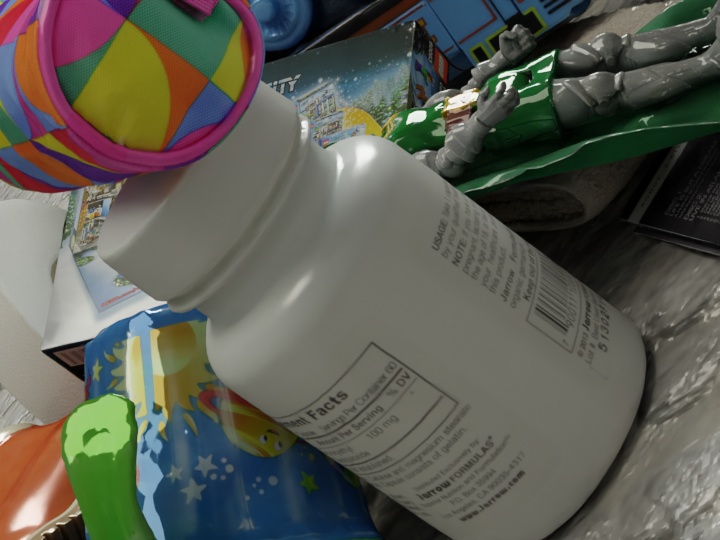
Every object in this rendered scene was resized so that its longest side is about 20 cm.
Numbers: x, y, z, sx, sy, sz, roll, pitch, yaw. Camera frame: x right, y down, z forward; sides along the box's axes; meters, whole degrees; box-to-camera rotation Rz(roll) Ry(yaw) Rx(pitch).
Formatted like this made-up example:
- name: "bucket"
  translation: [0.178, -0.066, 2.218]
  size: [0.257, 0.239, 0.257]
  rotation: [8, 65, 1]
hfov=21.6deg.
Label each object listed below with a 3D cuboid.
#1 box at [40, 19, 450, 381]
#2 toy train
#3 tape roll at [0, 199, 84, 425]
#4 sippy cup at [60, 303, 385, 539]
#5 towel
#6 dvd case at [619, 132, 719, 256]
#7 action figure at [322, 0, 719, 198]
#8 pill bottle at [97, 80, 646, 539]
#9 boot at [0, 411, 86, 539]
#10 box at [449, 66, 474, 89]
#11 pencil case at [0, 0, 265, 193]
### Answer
- name: "box"
  translation: [-0.055, -0.031, 0.904]
  size: [0.199, 0.038, 0.138]
  rotation: [-13, 55, 29]
- name: "toy train"
  translation: [0.022, -0.138, 0.944]
  size: [0.199, 0.115, 0.087]
  rotation: [-32, 7, 26]
- name: "tape roll"
  translation: [-0.134, 0.041, 1.032]
  size: [0.037, 0.202, 0.203]
  rotation: [-49, 19, 16]
- name: "sippy cup"
  translation: [-0.061, 0.083, 0.802]
  size: [0.178, 0.138, 0.131]
  rotation: [127, 133, -70]
- name: "towel"
  translation: [0.089, -0.072, 0.891]
  size: [0.133, 0.034, 0.200]
  rotation: [-50, 18, -18]
- name: "dvd case"
  translation: [0.183, -0.067, 0.715]
  size: [0.149, 0.016, 0.200]
  rotation: [-58, 19, -3]
- name: "action figure"
  translation: [0.068, -0.067, 0.785]
  size: [0.199, 0.055, 0.118]
  rotation: [-20, 25, 23]
- name: "pill bottle"
  translation: [0.003, 0.014, 0.733]
  size: [0.114, 0.199, 0.115]
  rotation: [-47, 20, 22]
- name: "boot"
  translation: [-0.153, 0.131, 0.851]
  size: [0.106, 0.076, 0.200]
  rotation: [-5, 29, 24]
- name: "box"
  translation: [-0.063, -0.130, 1.114]
  size: [0.196, 0.199, 0.119]
  rotation: [-7, 93, 65]
- name: "pencil case"
  translation: [-0.101, -0.076, 0.701]
  size: [0.089, 0.088, 0.200]
  rotation: [-58, 20, -10]
